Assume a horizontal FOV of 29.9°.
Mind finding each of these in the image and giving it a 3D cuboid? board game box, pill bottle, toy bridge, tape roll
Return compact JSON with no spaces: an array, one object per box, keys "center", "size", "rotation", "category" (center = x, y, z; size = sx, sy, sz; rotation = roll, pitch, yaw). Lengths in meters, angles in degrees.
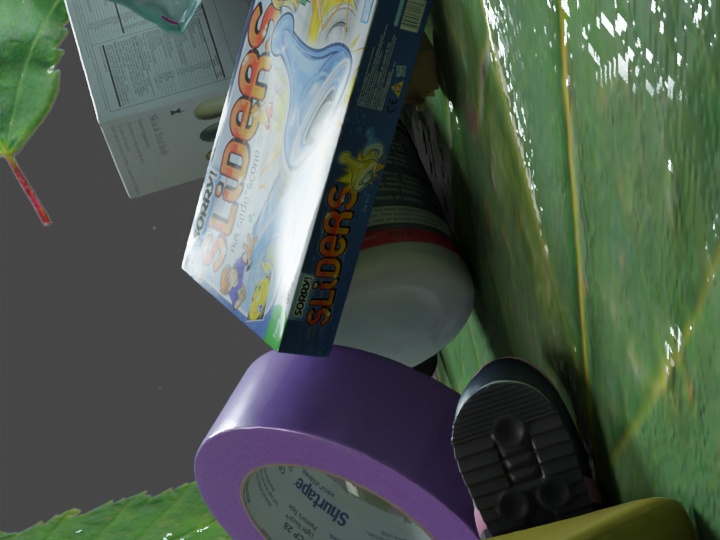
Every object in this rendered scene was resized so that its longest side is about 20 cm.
[{"center":[-0.035,-0.070,0.743],"size":[0.135,0.034,0.200],"rotation":[33,111,54],"category":"board game box"},{"center":[-0.015,-0.042,0.845],"size":[0.120,0.119,0.200],"rotation":[82,170,-54],"category":"pill bottle"},{"center":[0.004,-0.161,0.792],"size":[0.067,0.027,0.200],"rotation":[77,173,-52],"category":"toy bridge"},{"center":[0.004,0.134,0.798],"size":[0.200,0.200,0.066],"rotation":[80,-148,-48],"category":"tape roll"}]

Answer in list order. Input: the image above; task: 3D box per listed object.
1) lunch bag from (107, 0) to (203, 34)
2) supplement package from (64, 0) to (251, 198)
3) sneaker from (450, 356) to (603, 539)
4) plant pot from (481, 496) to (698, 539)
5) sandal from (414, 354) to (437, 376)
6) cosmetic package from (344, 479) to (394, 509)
[{"center":[-0.127,-0.307,0.993],"size":[0.200,0.122,0.171],"rotation":[-51,28,36],"category":"lunch bag"},{"center":[-0.133,-0.182,1.159],"size":[0.152,0.200,0.151],"rotation":[89,163,-69],"category":"supplement package"},{"center":[0.094,0.136,0.657],"size":[0.082,0.070,0.200],"rotation":[-63,-38,-74],"category":"sneaker"},{"center":[0.022,0.219,0.513],"size":[0.194,0.200,0.196],"rotation":[-31,74,54],"category":"plant pot"},{"center":[0.000,0.000,1.039],"size":[0.200,0.075,0.045],"rotation":[63,-173,23],"category":"sandal"},{"center":[0.008,0.090,1.137],"size":[0.103,0.087,0.200],"rotation":[-140,34,-77],"category":"cosmetic package"}]
